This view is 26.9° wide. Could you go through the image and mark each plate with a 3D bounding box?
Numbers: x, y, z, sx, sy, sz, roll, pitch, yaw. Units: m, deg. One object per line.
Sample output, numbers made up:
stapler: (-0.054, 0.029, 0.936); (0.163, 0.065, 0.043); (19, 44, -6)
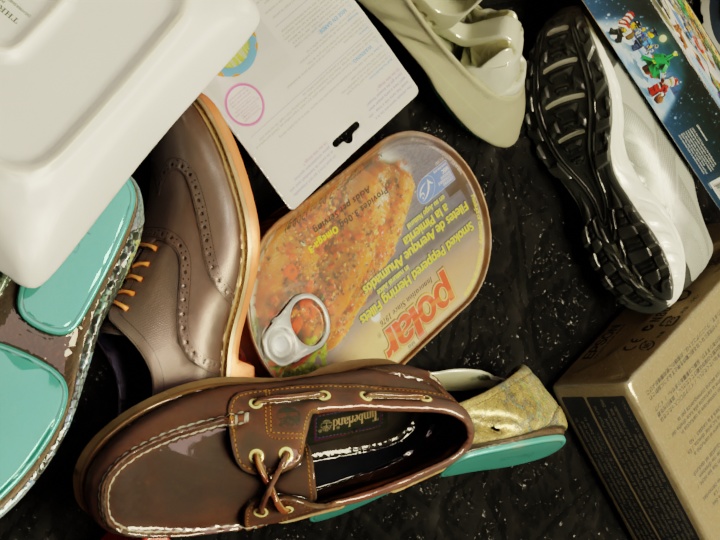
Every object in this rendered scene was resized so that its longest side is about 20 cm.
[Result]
plate: (-0.172, -0.125, 0.708); (0.199, 0.032, 0.200); (37, 61, -2)

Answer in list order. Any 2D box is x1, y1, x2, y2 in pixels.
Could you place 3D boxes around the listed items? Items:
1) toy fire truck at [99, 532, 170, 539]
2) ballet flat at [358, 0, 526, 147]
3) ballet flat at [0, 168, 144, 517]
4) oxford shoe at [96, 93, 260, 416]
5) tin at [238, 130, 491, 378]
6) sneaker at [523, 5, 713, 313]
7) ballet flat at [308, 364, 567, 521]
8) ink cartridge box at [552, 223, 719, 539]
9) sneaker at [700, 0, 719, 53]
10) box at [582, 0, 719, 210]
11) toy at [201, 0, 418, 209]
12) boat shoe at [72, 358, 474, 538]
toy fire truck: (-0.126, 0.203, 0.734); (0.141, 0.049, 0.201); (-45, 112, -31)
ballet flat: (0.056, -0.143, 0.884); (0.200, 0.069, 0.070); (40, 62, -37)
ballet flat: (-0.162, 0.040, 0.715); (0.074, 0.074, 0.201); (39, 66, -27)
oxford shoe: (-0.097, 0.007, 0.768); (0.072, 0.071, 0.202); (0, 85, -33)
tin: (0.000, 0.000, 0.856); (0.200, 0.042, 0.112); (-39, 104, -38)
sneaker: (0.168, -0.076, 0.973); (0.079, 0.074, 0.201); (-28, 99, -38)
ballet flat: (0.035, 0.093, 0.866); (0.199, 0.070, 0.071); (-9, 90, -37)
ink cartridge box: (0.240, 0.085, 1.008); (0.200, 0.075, 0.166); (-40, 109, -34)
sneaker: (0.341, -0.195, 1.117); (0.199, 0.080, 0.077); (-17, 93, -39)
box: (0.200, -0.150, 0.988); (0.200, 0.038, 0.137); (52, 24, -20)
toy: (-0.069, -0.142, 0.822); (0.115, 0.047, 0.201); (-44, 106, -28)
boat shoe: (-0.038, 0.088, 0.736); (0.199, 0.070, 0.071); (-15, 115, -27)
